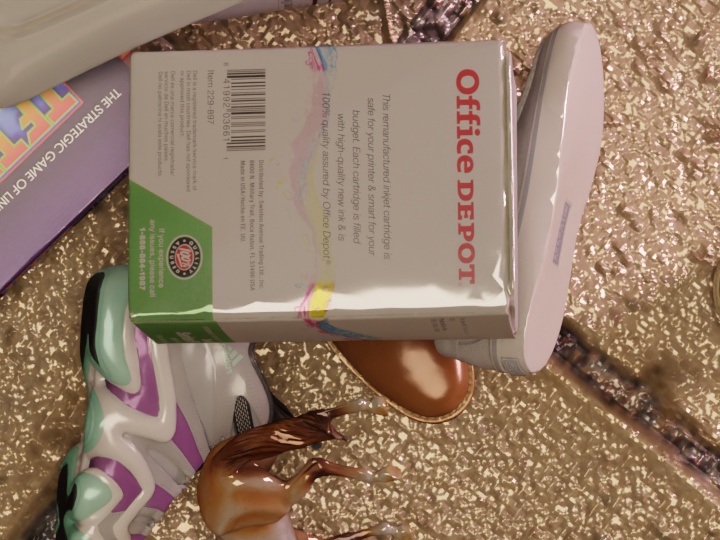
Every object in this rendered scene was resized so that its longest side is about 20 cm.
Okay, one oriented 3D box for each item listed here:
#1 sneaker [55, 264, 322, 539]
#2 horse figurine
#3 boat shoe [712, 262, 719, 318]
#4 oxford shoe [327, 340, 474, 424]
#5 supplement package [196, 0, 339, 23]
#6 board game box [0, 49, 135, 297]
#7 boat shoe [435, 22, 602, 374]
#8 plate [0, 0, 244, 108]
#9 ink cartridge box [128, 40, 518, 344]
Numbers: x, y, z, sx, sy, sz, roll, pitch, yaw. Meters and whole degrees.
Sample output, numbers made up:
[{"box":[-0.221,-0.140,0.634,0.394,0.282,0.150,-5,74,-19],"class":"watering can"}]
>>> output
[{"box":[-0.091,0.101,1.635,0.139,0.078,0.201,6,106,-14],"class":"sneaker"},{"box":[-0.041,0.131,1.607,0.132,0.200,0.050,-13,52,-3],"class":"horse figurine"},{"box":[0.297,0.000,1.646,0.199,0.072,0.073,-5,91,-2],"class":"boat shoe"},{"box":[0.000,0.000,1.638,0.071,0.071,0.200,-33,95,-5],"class":"oxford shoe"},{"box":[-0.015,-0.209,1.607,0.199,0.120,0.122,-9,91,-1],"class":"supplement package"},{"box":[-0.220,-0.079,1.636,0.200,0.057,0.165,-44,91,0],"class":"board game box"},{"box":[0.086,-0.042,1.631,0.068,0.072,0.201,7,81,22],"class":"boat shoe"},{"box":[-0.153,-0.209,1.550,0.199,0.032,0.200,-22,84,28],"class":"plate"},{"box":[-0.016,-0.039,1.551,0.199,0.088,0.146,-2,79,7],"class":"ink cartridge box"}]
